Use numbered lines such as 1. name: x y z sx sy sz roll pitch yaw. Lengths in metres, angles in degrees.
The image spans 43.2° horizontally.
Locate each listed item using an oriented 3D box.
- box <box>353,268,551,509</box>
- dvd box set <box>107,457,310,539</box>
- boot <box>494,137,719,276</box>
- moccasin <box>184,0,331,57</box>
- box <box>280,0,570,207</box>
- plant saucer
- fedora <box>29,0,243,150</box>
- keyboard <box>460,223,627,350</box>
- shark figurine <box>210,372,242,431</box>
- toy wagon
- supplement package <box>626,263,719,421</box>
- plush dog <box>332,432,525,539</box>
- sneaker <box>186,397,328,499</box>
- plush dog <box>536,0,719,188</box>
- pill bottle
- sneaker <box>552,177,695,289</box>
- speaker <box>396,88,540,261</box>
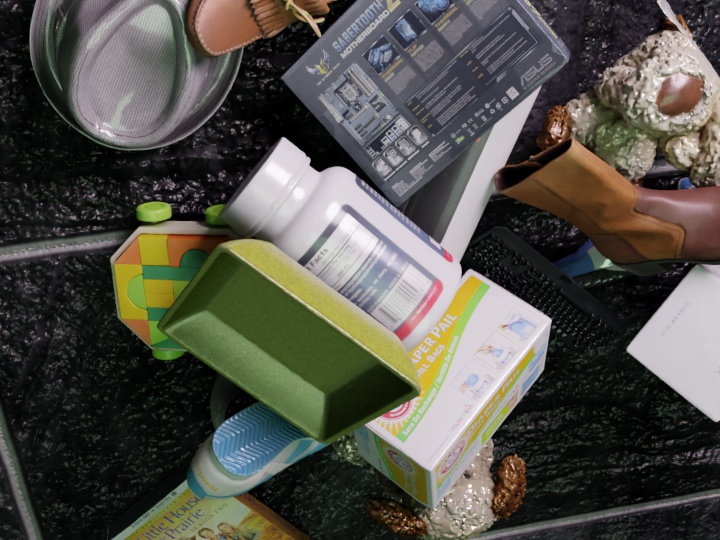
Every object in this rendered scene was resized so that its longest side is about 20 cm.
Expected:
1. box: 0.091 0.118 0.912 0.200 0.101 0.113 -47 154 -21
2. dvd box set: -0.176 0.319 1.081 0.146 0.029 0.200 -39 120 11
3. boot: 0.251 -0.074 0.814 0.200 0.188 0.069 28 67 -28
4. moccasin: -0.050 -0.231 0.730 0.201 0.078 0.074 -31 127 -21
5. box: 0.054 -0.177 0.784 0.200 0.051 0.158 -41 97 24
6. plant saucer: -0.061 0.058 0.795 0.199 0.048 0.200 36 146 -9
7. fedora: -0.184 -0.182 0.756 0.176 0.090 0.200 25 111 -24
8. keyboard: 0.179 0.035 0.956 0.200 0.040 0.104 36 142 -19
9. shark figurine: -0.115 0.120 0.950 0.128 0.090 0.215 32 107 -25
10. toy wagon: -0.139 0.015 0.873 0.199 0.040 0.156 2 111 10
11. supplement package: 0.372 0.061 0.947 0.114 0.109 0.200 -56 160 20
12. plush dog: 0.084 0.224 0.991 0.199 0.172 0.161 -17 120 -2
13. sneaker: -0.088 0.165 0.907 0.200 0.077 0.081 -14 156 -50
14. plush dog: 0.252 -0.143 0.863 0.171 0.161 0.200 -33 141 28
15. pill bottle: -0.020 -0.021 0.812 0.200 0.120 0.120 39 106 -12
16. sneaker: 0.280 -0.031 0.968 0.199 0.076 0.077 -22 84 11
17. speaker: 0.098 -0.107 0.869 0.081 0.081 0.201 14 116 -19
